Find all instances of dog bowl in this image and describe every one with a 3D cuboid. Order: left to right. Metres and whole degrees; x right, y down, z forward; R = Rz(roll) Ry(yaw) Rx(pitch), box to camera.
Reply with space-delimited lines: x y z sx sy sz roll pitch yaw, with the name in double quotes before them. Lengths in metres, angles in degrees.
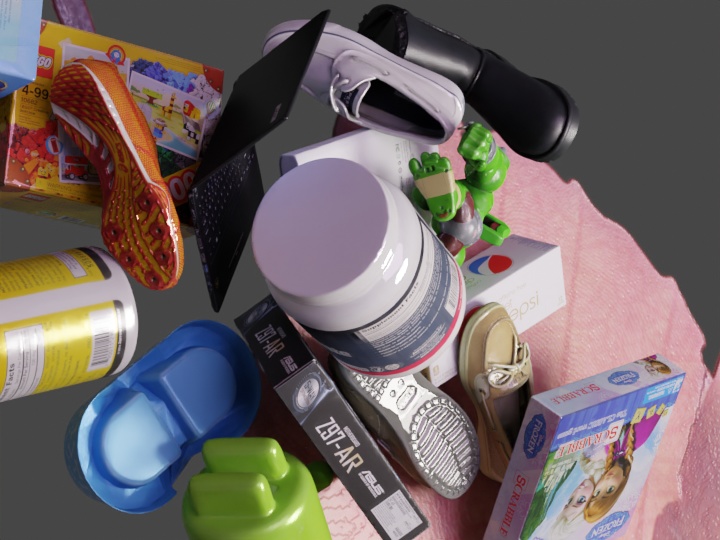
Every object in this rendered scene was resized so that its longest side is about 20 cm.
"dog bowl" -0.174 0.126 1.679 0.200 0.049 0.112 -42 107 -34

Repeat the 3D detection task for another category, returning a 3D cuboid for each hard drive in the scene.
"hard drive" 0.007 -0.066 1.825 0.200 0.026 0.133 -22 110 -46

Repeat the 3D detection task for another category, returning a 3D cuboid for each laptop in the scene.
"laptop" -0.077 -0.095 1.669 0.178 0.103 0.201 -72 158 -51

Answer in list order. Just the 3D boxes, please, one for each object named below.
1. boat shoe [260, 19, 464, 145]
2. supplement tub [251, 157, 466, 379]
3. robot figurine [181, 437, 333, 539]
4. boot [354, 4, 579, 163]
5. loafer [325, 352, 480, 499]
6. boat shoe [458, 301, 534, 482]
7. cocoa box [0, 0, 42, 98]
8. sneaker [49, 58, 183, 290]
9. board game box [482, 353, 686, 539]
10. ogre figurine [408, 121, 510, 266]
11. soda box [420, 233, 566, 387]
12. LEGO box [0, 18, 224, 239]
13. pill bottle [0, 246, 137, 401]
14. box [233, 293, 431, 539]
"boat shoe" -0.001 -0.172 1.797 0.199 0.074 0.065 17 35 4
"supplement tub" 0.000 0.000 1.664 0.200 0.140 0.141 47 51 -60
"robot figurine" -0.083 0.234 1.664 0.176 0.115 0.201 -73 154 -50
"boot" 0.096 -0.180 1.859 0.168 0.200 0.077 16 109 -35
"loafer" 0.039 0.131 1.819 0.075 0.070 0.200 -45 112 -20
"boat shoe" 0.142 0.122 1.855 0.073 0.063 0.202 -29 127 -35
"cocoa box" -0.338 -0.246 1.574 0.133 0.131 0.201 11 75 -34
"sneaker" -0.185 -0.082 1.596 0.077 0.073 0.201 -25 97 -63
"board game box" 0.212 0.191 1.872 0.199 0.041 0.200 -14 129 -44
"ogre figurine" 0.082 -0.047 1.812 0.120 0.098 0.201 -16 116 -64
"soda box" 0.111 0.037 1.885 0.200 0.063 0.068 -29 122 -36
"LEGO box" -0.224 -0.118 1.668 0.199 0.077 0.150 12 75 -34
"pill bottle" -0.290 0.049 1.569 0.199 0.111 0.112 -12 89 -38
"box" -0.026 0.133 1.703 0.043 0.160 0.200 -35 115 -2
